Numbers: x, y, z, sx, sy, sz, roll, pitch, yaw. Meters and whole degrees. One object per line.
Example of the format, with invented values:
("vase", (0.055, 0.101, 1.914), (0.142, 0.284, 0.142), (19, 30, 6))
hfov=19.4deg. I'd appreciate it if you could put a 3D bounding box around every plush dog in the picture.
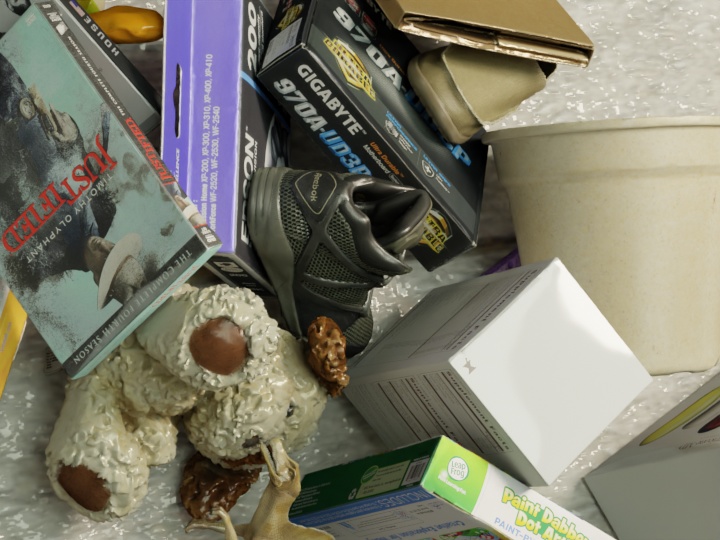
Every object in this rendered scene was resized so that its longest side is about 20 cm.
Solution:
("plush dog", (-0.103, 0.077, 1.427), (0.172, 0.200, 0.160), (30, 24, -32))

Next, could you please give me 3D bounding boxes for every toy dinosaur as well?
("toy dinosaur", (-0.060, 0.209, 1.433), (0.101, 0.058, 0.200), (-11, 126, 4))

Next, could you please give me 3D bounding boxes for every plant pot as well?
("plant pot", (0.194, -0.015, 1.552), (0.200, 0.200, 0.184), (-3, 90, -29))

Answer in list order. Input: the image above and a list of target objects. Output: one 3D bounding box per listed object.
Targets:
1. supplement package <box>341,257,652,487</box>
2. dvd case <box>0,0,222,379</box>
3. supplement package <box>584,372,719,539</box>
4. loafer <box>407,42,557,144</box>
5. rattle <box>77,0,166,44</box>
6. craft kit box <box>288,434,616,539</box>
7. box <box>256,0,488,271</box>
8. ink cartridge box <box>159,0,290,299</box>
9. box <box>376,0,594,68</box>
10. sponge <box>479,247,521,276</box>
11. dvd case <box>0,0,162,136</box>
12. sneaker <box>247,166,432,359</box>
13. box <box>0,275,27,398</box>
("supplement package", (0.088, 0.076, 1.454), (0.114, 0.200, 0.110), (-42, 100, -20))
("dvd case", (-0.192, -0.051, 1.353), (0.200, 0.146, 0.022), (54, 28, 10))
("supplement package", (0.320, 0.155, 1.600), (0.200, 0.191, 0.147), (-33, 95, -31))
("loafer", (0.094, -0.149, 1.565), (0.076, 0.067, 0.200), (57, 24, -4))
("rattle", (-0.202, -0.243, 1.435), (0.130, 0.143, 0.200), (13, 73, -29))
("craft kit box", (0.077, 0.191, 1.455), (0.197, 0.200, 0.049), (35, 64, -18))
("box", (0.013, -0.117, 1.517), (0.200, 0.046, 0.159), (48, 27, -22))
("ink cartridge box", (-0.089, -0.096, 1.445), (0.043, 0.200, 0.198), (-3, 77, 13))
("box", (0.066, -0.220, 1.569), (0.163, 0.021, 0.200), (7, 32, -27))
("sponge", (0.123, 0.050, 1.610), (0.200, 0.030, 0.112), (-36, 97, -29))
("dvd case", (-0.243, -0.137, 1.392), (0.200, 0.150, 0.025), (49, 27, -11))
("sneaker", (0.000, 0.000, 1.461), (0.199, 0.114, 0.076), (70, 25, -50))
("box", (-0.318, 0.014, 1.374), (0.200, 0.041, 0.119), (23, 69, -20))
